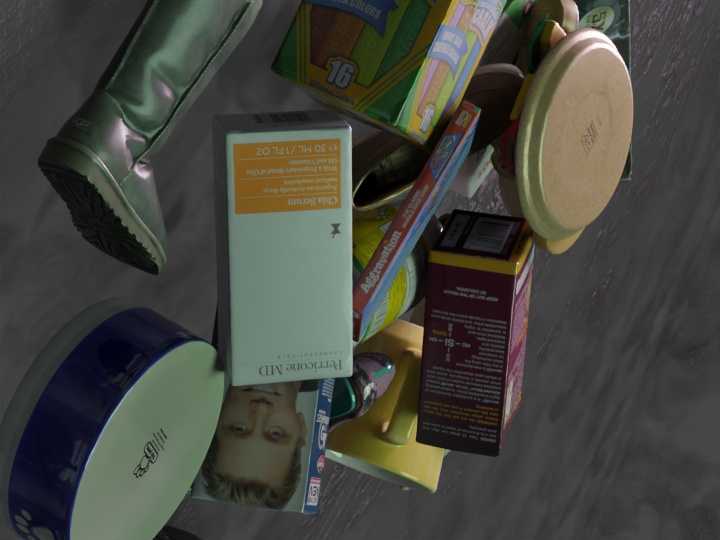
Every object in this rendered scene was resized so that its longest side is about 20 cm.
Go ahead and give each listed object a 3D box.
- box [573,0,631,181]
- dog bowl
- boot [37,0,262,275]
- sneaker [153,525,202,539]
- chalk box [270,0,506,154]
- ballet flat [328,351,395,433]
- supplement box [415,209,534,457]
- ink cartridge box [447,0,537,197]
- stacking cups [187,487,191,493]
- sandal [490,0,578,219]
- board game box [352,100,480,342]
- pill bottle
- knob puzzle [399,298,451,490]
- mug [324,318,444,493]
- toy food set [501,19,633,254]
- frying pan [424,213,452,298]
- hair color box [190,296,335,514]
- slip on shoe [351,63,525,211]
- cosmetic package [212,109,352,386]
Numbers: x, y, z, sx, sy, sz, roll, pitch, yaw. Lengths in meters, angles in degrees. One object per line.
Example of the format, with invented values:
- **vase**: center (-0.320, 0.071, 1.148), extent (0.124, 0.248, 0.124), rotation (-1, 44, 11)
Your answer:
- **box**: center (0.217, -0.209, 1.745), extent (0.164, 0.085, 0.202), rotation (-97, -178, -66)
- **dog bowl**: center (-0.191, 0.127, 1.322), extent (0.200, 0.078, 0.201), rotation (-50, 154, -35)
- **boot**: center (-0.136, -0.116, 1.217), extent (0.182, 0.072, 0.201), rotation (76, 37, -62)
- **sneaker**: center (-0.175, 0.281, 1.551), extent (0.200, 0.074, 0.089), rotation (27, 88, -60)
- **chalk box**: center (0.036, -0.219, 1.418), extent (0.202, 0.124, 0.124), rotation (-66, 160, 1)
- **ballet flat**: center (-0.031, 0.115, 1.571), extent (0.071, 0.070, 0.200), rotation (-18, 175, -36)
- **supplement box**: center (0.109, 0.058, 1.626), extent (0.110, 0.085, 0.202), rotation (-55, 151, -63)
- **ink cartridge box**: center (0.106, -0.193, 1.666), extent (0.146, 0.084, 0.201), rotation (-53, 156, -29)
- **stacking cups**: center (-0.138, 0.173, 1.524), extent (0.061, 0.060, 0.200), rotation (-63, 159, -3)
- **sandal**: center (0.141, -0.156, 1.612), extent (0.069, 0.077, 0.214), rotation (4, 104, -34)
- **board game box**: center (0.041, -0.040, 1.447), extent (0.201, 0.019, 0.103), rotation (-59, 175, -15)
- **pill bottle**: center (0.000, 0.000, 1.590), extent (0.200, 0.112, 0.114), rotation (-31, 141, -55)
- **knob puzzle**: center (0.089, 0.113, 1.876), extent (0.030, 0.220, 0.221), rotation (16, 101, -27)
- **mug**: center (0.044, 0.136, 1.781), extent (0.149, 0.186, 0.154), rotation (29, 77, -37)
- **toy food set**: center (0.190, -0.125, 1.572), extent (0.200, 0.048, 0.200), rotation (37, 72, -53)
- **frying pan**: center (0.094, 0.035, 1.842), extent (0.031, 0.115, 0.192), rotation (2, 92, -23)
- **hair color box**: center (-0.076, 0.097, 1.445), extent (0.061, 0.099, 0.202), rotation (38, 58, -77)
- **slip on shoe**: center (0.065, -0.116, 1.545), extent (0.198, 0.061, 0.076), rotation (-24, 124, 1)
- **cosmetic package**: center (-0.061, -0.019, 1.345), extent (0.071, 0.100, 0.202), rotation (-128, -145, -69)
